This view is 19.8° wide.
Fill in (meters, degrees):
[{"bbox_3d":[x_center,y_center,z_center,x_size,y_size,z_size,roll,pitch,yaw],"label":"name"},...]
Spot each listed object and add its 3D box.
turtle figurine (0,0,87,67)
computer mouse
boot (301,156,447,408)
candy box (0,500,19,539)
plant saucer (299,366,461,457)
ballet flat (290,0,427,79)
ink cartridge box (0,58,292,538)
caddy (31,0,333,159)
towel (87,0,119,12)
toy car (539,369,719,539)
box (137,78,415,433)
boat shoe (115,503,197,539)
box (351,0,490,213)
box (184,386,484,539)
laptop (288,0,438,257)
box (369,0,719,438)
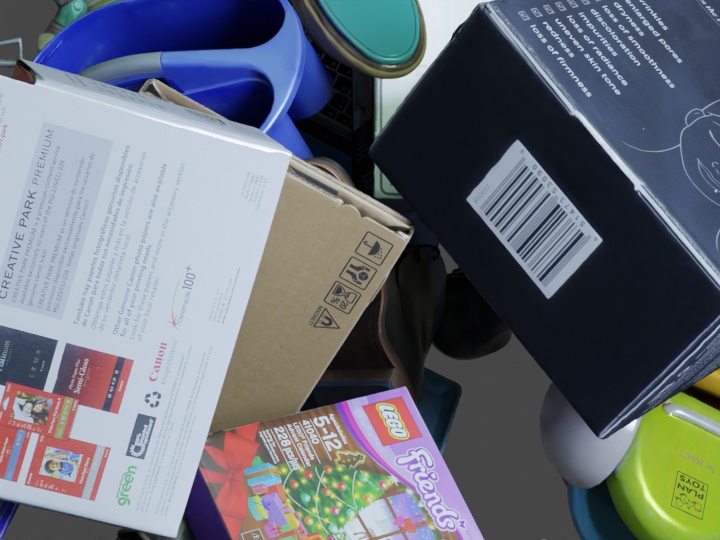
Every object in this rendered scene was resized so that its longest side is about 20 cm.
[{"bbox_3d":[-0.169,-0.196,1.222,0.199,0.150,0.101,-13,56,-6],"label":"turtle figurine"},{"bbox_3d":[0.112,-0.002,1.315,0.200,0.034,0.059,-36,101,-37],"label":"computer mouse"},{"bbox_3d":[0.000,0.000,1.176,0.074,0.201,0.097,4,39,21],"label":"boot"},{"bbox_3d":[-0.284,0.114,1.044,0.199,0.077,0.170,30,54,-9],"label":"candy box"},{"bbox_3d":[-0.036,0.056,1.231,0.199,0.019,0.070,26,55,-9],"label":"plant saucer"},{"bbox_3d":[-0.018,-0.173,1.212,0.068,0.063,0.201,-13,57,-22],"label":"ballet flat"},{"bbox_3d":[-0.149,0.008,1.005,0.174,0.084,0.201,16,98,-19],"label":"ink cartridge box"},{"bbox_3d":[-0.110,-0.089,1.170,0.105,0.199,0.142,47,41,-49],"label":"caddy"},{"bbox_3d":[-0.169,-0.258,1.281,0.086,0.018,0.201,-25,95,6],"label":"towel"},{"bbox_3d":[0.179,0.091,1.231,0.174,0.150,0.201,25,51,-15],"label":"toy car"},{"bbox_3d":[-0.087,0.011,1.123,0.163,0.200,0.021,28,34,-7],"label":"box"},{"bbox_3d":[-0.102,0.145,1.102,0.200,0.074,0.074,-33,121,-43],"label":"boat shoe"},{"bbox_3d":[0.055,-0.137,1.255,0.116,0.060,0.202,0,84,-13],"label":"box"},{"bbox_3d":[0.003,0.163,1.050,0.136,0.039,0.201,-11,61,-31],"label":"box"},{"bbox_3d":[-0.008,-0.095,1.271,0.186,0.201,0.116,27,17,-9],"label":"laptop"},{"bbox_3d":[0.148,-0.047,1.098,0.196,0.124,0.200,-22,68,-48],"label":"box"}]
